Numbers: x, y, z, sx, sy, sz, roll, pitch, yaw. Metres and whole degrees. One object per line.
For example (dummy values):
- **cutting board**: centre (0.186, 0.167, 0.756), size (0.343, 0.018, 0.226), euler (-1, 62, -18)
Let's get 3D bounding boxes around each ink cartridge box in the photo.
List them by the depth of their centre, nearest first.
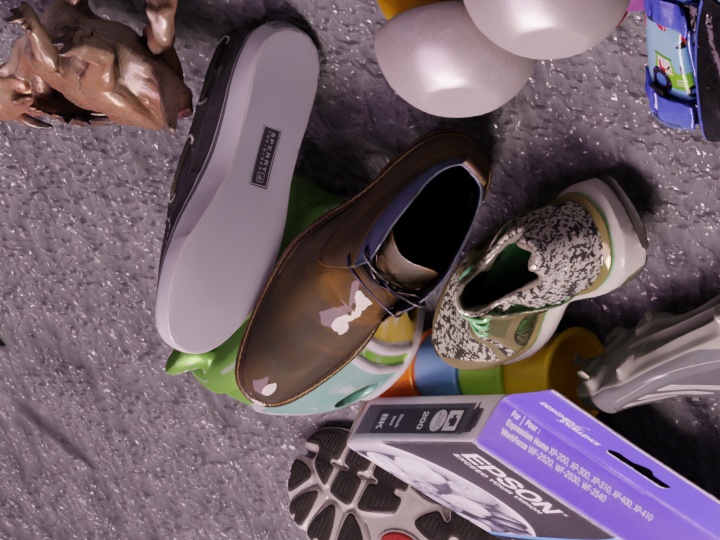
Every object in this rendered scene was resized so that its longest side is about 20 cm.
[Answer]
- **ink cartridge box**: centre (0.122, 0.136, 1.838), size (0.198, 0.044, 0.200), euler (33, 159, -26)

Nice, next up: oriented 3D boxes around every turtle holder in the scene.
- **turtle holder**: centre (-0.025, 0.008, 1.816), size (0.131, 0.141, 0.186), euler (25, 115, -22)

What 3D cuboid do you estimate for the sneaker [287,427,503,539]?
- **sneaker**: centre (0.035, 0.177, 2.014), size (0.199, 0.081, 0.083), euler (30, 180, 29)

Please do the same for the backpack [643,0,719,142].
- **backpack**: centre (0.201, -0.169, 1.308), size (0.134, 0.183, 0.201), euler (12, 138, 23)

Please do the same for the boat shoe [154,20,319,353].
- **boat shoe**: centre (-0.079, -0.049, 1.732), size (0.068, 0.201, 0.056), euler (25, 170, -39)

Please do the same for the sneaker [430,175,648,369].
- **sneaker**: centre (0.079, 0.006, 1.718), size (0.200, 0.088, 0.077), euler (-43, 67, 53)

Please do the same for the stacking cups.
- **stacking cups**: centre (0.063, 0.066, 1.857), size (0.199, 0.061, 0.061), euler (-2, 132, 46)

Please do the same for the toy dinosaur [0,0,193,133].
- **toy dinosaur**: centre (-0.149, -0.117, 1.771), size (0.199, 0.086, 0.136), euler (29, 151, 35)

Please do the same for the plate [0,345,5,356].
- **plate**: centre (-0.397, 0.079, 2.188), size (0.199, 0.199, 0.033), euler (5, 117, 39)

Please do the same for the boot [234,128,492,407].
- **boot**: centre (0.000, 0.000, 1.680), size (0.075, 0.200, 0.097), euler (40, -178, -6)

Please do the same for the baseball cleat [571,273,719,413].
- **baseball cleat**: centre (0.206, 0.062, 1.707), size (0.106, 0.070, 0.200), euler (43, 148, -12)

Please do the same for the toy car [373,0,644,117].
- **toy car**: centre (0.096, -0.171, 1.453), size (0.149, 0.176, 0.200), euler (9, 159, -27)
